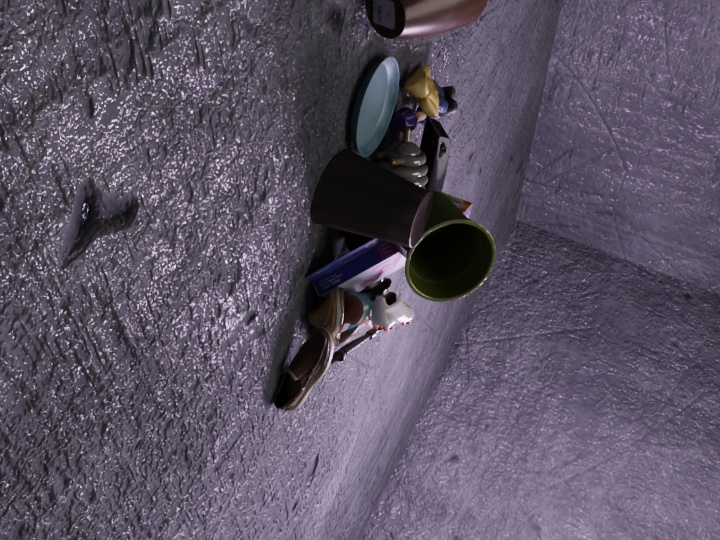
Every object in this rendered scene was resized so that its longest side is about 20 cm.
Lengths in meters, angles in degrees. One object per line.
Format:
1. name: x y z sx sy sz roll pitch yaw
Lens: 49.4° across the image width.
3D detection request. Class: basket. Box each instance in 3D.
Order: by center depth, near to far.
1. basket: 0.032 -0.133 1.531 0.181 0.196 0.138 -55 159 -39

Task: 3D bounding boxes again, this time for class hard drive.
1. hard drive: 0.162 -0.237 1.812 0.136 0.041 0.204 -107 -156 -58

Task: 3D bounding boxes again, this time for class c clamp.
1. c clamp: -0.025 0.180 1.851 0.199 0.027 0.170 -31 -179 -43

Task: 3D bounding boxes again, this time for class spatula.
1. spatula: 0.023 0.057 1.780 0.020 0.057 0.200 -21 171 -29

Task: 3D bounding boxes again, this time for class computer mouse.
1. computer mouse: 0.019 -0.070 1.759 0.052 0.140 0.199 -33 177 31

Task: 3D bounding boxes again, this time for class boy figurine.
1. boy figurine: 0.157 -0.416 1.797 0.199 0.063 0.127 10 72 -62

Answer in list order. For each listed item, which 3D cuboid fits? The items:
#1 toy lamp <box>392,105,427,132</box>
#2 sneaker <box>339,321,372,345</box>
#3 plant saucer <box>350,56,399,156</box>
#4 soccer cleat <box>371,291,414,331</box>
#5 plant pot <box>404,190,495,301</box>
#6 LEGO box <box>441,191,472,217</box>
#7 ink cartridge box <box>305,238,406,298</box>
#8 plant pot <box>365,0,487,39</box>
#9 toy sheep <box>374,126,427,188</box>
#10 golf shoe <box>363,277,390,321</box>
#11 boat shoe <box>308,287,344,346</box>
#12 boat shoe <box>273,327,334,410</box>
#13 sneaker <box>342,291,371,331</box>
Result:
1. toy lamp: 0.121 -0.354 1.810 0.200 0.057 0.059 -40 148 -64
2. sneaker: -0.015 0.128 1.918 0.114 0.070 0.202 86 27 -48
3. plant saucer: 0.026 -0.332 1.577 0.202 0.027 0.202 -58 161 -33
4. soccer cleat: 0.077 0.084 1.757 0.199 0.068 0.080 -12 107 -69
5. plant pot: 0.166 -0.073 1.680 0.191 0.195 0.203 -110 -156 -52
6. LEGO box: 0.164 -0.125 1.965 0.077 0.197 0.152 -42 150 -55
7. ink cartridge box: 0.000 0.000 1.667 0.194 0.044 0.200 -29 167 9
8. plant pot: 0.105 -0.500 1.415 0.199 0.185 0.189 -38 149 -33
9. toy sheep: 0.089 -0.218 1.747 0.138 0.135 0.204 -40 146 -58
10. golf shoe: 0.029 0.030 1.831 0.094 0.076 0.205 37 41 -83
11. boat shoe: -0.075 0.102 1.676 0.202 0.074 0.073 101 -5 -53
12. boat shoe: -0.122 0.213 1.649 0.074 0.074 0.205 -2 121 -56
13. sneaker: -0.006 0.083 1.738 0.079 0.073 0.200 -21 173 -23
